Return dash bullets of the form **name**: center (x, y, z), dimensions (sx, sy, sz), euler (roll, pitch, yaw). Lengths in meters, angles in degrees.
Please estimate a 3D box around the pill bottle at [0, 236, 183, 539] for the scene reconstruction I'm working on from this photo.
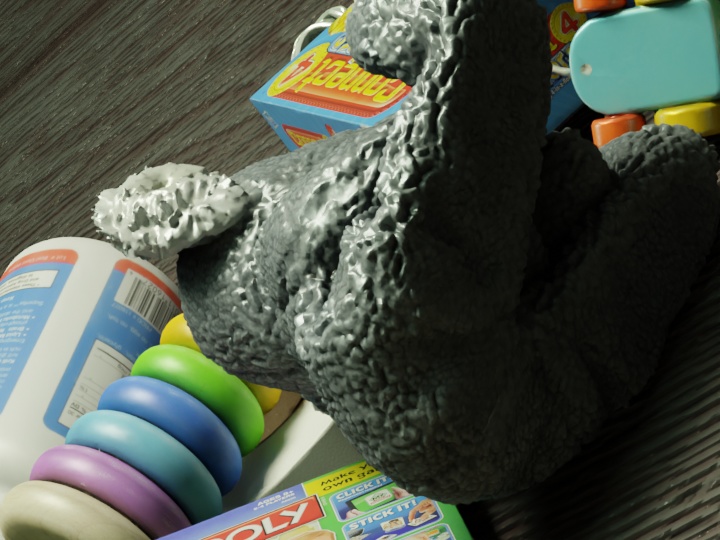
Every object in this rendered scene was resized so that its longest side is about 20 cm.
- **pill bottle**: center (-0.160, 0.089, 1.473), dimensions (0.112, 0.112, 0.201), euler (-34, 25, 43)

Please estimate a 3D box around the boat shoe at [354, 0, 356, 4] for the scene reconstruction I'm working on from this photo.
- **boat shoe**: center (0.077, -0.164, 1.234), dimensions (0.200, 0.074, 0.065), euler (-43, 5, 28)

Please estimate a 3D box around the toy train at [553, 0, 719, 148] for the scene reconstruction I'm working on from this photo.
- **toy train**: center (0.136, -0.145, 1.189), dimensions (0.200, 0.150, 0.056), euler (-50, -11, 19)

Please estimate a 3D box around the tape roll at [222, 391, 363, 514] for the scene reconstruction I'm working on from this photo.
- **tape roll**: center (-0.023, 0.052, 1.338), dimensions (0.203, 0.037, 0.203), euler (-45, 19, 21)

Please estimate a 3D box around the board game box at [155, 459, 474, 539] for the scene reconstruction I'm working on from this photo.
- **board game box**: center (-0.053, 0.133, 1.123), dimensions (0.199, 0.029, 0.135), euler (-21, 21, -3)

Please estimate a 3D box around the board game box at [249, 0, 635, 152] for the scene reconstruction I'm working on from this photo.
- **board game box**: center (0.063, -0.115, 1.354), dimensions (0.196, 0.056, 0.200), euler (-43, 18, -10)

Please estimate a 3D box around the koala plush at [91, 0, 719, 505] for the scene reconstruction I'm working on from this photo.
- **koala plush**: center (0.000, 0.000, 1.135), dimensions (0.199, 0.177, 0.185), euler (-3, 57, 47)

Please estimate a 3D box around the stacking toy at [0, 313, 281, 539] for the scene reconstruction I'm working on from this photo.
- **stacking toy**: center (-0.070, 0.051, 1.276), dimensions (0.085, 0.085, 0.201), euler (-19, 33, 58)

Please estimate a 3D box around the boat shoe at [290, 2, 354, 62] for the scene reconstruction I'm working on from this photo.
- **boat shoe**: center (-0.001, -0.108, 1.531), dimensions (0.074, 0.067, 0.200), euler (-46, 19, 15)
